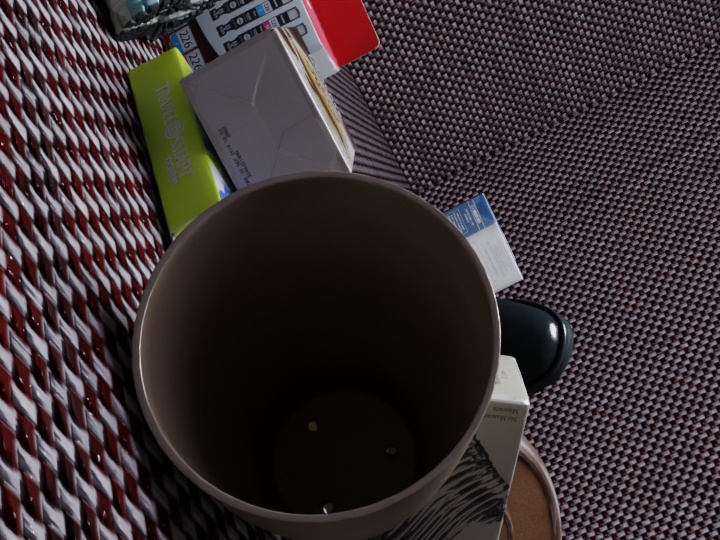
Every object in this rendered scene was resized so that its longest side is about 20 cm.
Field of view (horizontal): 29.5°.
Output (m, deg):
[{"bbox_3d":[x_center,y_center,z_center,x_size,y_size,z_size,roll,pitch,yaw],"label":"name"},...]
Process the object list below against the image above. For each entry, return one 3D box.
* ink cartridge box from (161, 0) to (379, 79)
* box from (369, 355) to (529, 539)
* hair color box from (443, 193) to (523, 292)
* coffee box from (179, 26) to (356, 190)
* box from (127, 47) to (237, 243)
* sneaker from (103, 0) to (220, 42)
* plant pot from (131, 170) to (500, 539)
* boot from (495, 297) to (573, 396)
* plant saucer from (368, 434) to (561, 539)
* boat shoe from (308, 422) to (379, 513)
[{"bbox_3d":[-0.101,-0.258,1.231,0.202,0.174,0.084,65,7,10],"label":"ink cartridge box"},{"bbox_3d":[0.054,0.156,0.924,0.069,0.081,0.203,-100,-164,-66],"label":"box"},{"bbox_3d":[0.076,0.004,1.569,0.101,0.198,0.061,59,7,-40],"label":"hair color box"},{"bbox_3d":[-0.062,-0.114,1.016,0.114,0.079,0.200,61,6,-9],"label":"coffee box"},{"bbox_3d":[-0.107,-0.052,0.983,0.122,0.047,0.202,57,9,-48],"label":"box"},{"bbox_3d":[-0.165,-0.239,1.092,0.087,0.077,0.200,60,7,-5],"label":"sneaker"},{"bbox_3d":[-0.016,0.078,0.766,0.201,0.185,0.189,82,-13,-63],"label":"plant pot"},{"bbox_3d":[0.037,0.035,1.018,0.167,0.198,0.078,26,75,-50],"label":"boot"},{"bbox_3d":[0.089,0.205,1.051,0.032,0.199,0.202,-10,-70,54],"label":"plant saucer"},{"bbox_3d":[-0.026,0.113,0.962,0.200,0.073,0.067,-117,-157,-71],"label":"boat shoe"}]
